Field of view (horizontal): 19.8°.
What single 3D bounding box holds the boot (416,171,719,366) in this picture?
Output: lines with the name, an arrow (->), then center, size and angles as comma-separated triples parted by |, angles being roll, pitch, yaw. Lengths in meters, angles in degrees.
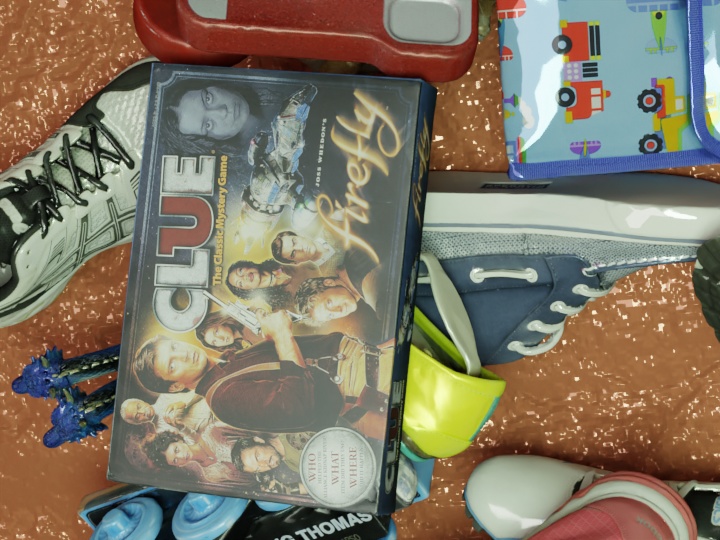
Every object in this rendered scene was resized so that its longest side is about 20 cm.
boot -> 0.098, 0.001, 1.025 | 0.199, 0.073, 0.091 | 4, 105, 27

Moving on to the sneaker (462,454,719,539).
sneaker -> 0.149, 0.125, 1.011 | 0.199, 0.072, 0.073 | 17, 132, 10

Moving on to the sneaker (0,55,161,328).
sneaker -> -0.159, -0.033, 1.093 | 0.200, 0.088, 0.076 | -44, 81, 18

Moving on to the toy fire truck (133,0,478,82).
toy fire truck -> -0.022, -0.183, 1.001 | 0.167, 0.112, 0.201 | 5, 60, -4

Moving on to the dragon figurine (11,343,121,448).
dragon figurine -> -0.083, 0.036, 1.069 | 0.200, 0.099, 0.059 | -24, 90, 20

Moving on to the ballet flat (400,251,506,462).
ballet flat -> 0.000, 0.000, 1.010 | 0.067, 0.067, 0.200 | -43, 76, 23

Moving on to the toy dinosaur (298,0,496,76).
toy dinosaur -> -0.013, -0.115, 1.058 | 0.199, 0.060, 0.107 | 8, 89, 30

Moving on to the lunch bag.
lunch bag -> 0.166, -0.125, 0.980 | 0.199, 0.094, 0.151 | -3, 95, 7

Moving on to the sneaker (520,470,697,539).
sneaker -> 0.065, 0.167, 0.973 | 0.200, 0.087, 0.074 | -41, 87, 26

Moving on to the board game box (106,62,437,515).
board game box -> -0.042, 0.007, 0.971 | 0.135, 0.035, 0.201 | 5, 87, 16

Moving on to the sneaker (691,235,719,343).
sneaker -> 0.234, 0.048, 0.975 | 0.077, 0.089, 0.200 | 8, 130, 53

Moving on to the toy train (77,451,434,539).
toy train -> -0.054, 0.115, 1.063 | 0.200, 0.114, 0.087 | -22, 121, 27
